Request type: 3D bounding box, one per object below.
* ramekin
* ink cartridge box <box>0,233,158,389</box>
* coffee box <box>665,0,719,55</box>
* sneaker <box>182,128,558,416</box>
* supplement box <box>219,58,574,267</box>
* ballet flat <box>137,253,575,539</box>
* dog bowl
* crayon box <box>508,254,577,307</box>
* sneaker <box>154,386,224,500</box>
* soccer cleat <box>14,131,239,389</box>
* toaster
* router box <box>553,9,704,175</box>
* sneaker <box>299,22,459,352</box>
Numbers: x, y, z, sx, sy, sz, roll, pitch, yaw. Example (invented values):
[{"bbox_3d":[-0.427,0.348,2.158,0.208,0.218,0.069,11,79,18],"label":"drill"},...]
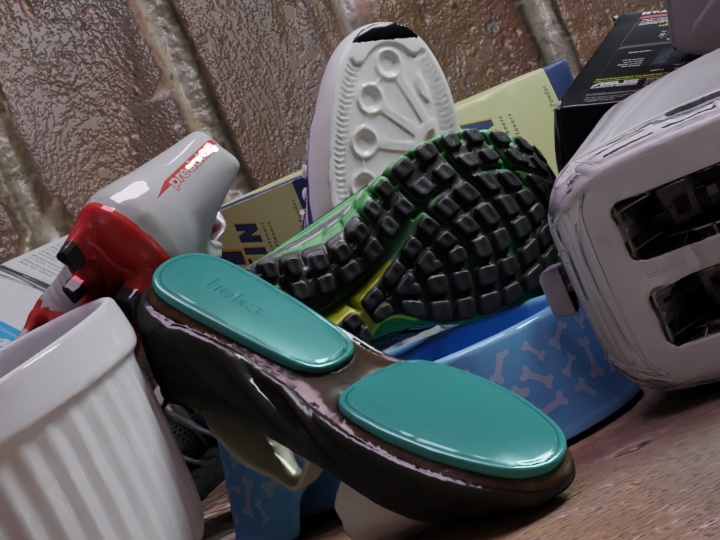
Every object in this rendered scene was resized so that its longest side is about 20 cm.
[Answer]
[{"bbox_3d":[-0.153,0.105,0.852,0.199,0.105,0.200,-30,7,4],"label":"ramekin"},{"bbox_3d":[-0.173,0.077,1.141,0.084,0.147,0.200,24,21,15],"label":"ink cartridge box"},{"bbox_3d":[0.220,-0.177,1.002,0.079,0.115,0.199,9,26,44],"label":"coffee box"},{"bbox_3d":[0.000,0.000,0.960,0.199,0.078,0.085,-26,3,-18],"label":"sneaker"},{"bbox_3d":[0.020,-0.010,1.318,0.199,0.135,0.200,-26,4,-34],"label":"supplement box"},{"bbox_3d":[-0.003,0.057,0.833,0.199,0.069,0.068,27,35,35],"label":"ballet flat"},{"bbox_3d":[0.021,0.061,0.944,0.199,0.050,0.111,-22,4,36],"label":"dog bowl"},{"bbox_3d":[0.113,0.004,1.105,0.118,0.059,0.200,-23,4,1],"label":"crayon box"},{"bbox_3d":[-0.080,0.082,1.029,0.200,0.075,0.116,-49,0,29],"label":"sneaker"},{"bbox_3d":[-0.097,0.005,0.967,0.085,0.069,0.200,-48,-5,-24],"label":"soccer cleat"},{"bbox_3d":[0.166,-0.030,0.861,0.199,0.114,0.129,-20,8,26],"label":"toaster"},{"bbox_3d":[0.198,-0.076,0.996,0.199,0.063,0.150,-4,21,20],"label":"router box"},{"bbox_3d":[-0.013,-0.016,1.114,0.080,0.202,0.146,-7,2,-28],"label":"sneaker"}]
